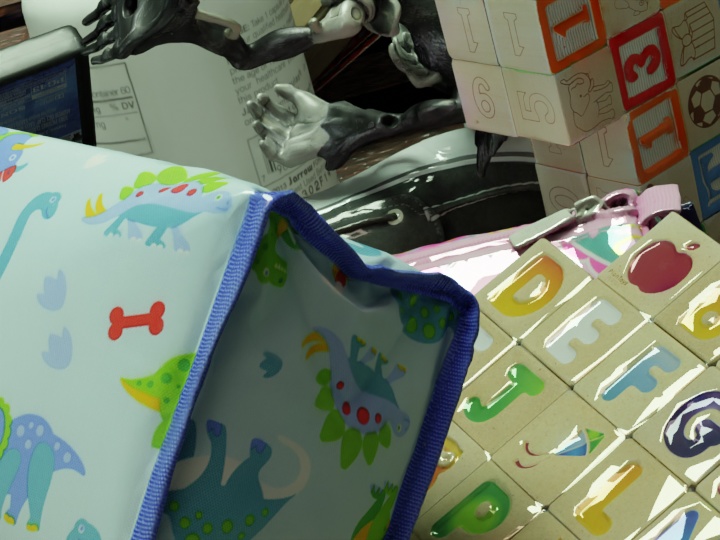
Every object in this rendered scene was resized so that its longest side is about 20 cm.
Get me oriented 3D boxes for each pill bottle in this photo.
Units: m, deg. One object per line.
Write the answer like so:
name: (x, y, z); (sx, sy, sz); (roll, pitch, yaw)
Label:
pill bottle: (-0.085, -0.101, 1.076); (0.114, 0.200, 0.114); (-13, 22, 6)

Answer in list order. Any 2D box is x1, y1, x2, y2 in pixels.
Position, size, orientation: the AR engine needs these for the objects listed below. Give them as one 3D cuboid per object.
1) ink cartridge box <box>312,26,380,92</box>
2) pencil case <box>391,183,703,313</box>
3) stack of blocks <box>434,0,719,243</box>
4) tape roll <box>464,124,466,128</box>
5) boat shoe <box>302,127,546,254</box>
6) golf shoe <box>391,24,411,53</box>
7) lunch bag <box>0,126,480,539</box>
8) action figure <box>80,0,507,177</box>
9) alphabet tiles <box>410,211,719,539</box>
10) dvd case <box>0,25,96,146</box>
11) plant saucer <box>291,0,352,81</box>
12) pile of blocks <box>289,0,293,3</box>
ink cartridge box: (-0.007, -0.146, 1.241); (0.161, 0.050, 0.200); (-40, 9, 27)
pencil case: (0.023, 0.024, 0.864); (0.199, 0.088, 0.087); (-11, 23, 13)
stack of blocks: (0.095, -0.086, 0.919); (0.115, 0.200, 0.059); (-31, 29, -31)
tape roll: (0.138, -0.116, 1.132); (0.202, 0.071, 0.203); (-14, 22, 6)
boat shoe: (0.000, 0.000, 0.975); (0.199, 0.069, 0.057); (-16, 44, -1)
golf shoe: (0.062, -0.163, 1.080); (0.078, 0.095, 0.200); (-9, 22, 21)
lunch bag: (-0.079, 0.071, 0.732); (0.170, 0.127, 0.200); (12, 78, 45)
action figure: (-0.006, -0.102, 0.940); (0.200, 0.119, 0.102); (13, -9, -35)
alphabet tiles: (0.049, 0.065, 0.746); (0.200, 0.006, 0.166); (-40, 36, -6)
dvd case: (-0.170, -0.010, 0.968); (0.142, 0.200, 0.018); (-23, 62, -16)
plant saucer: (-0.037, -0.141, 1.223); (0.200, 0.029, 0.200); (-41, 26, 26)
pile of blocks: (-0.060, -0.151, 1.145); (0.200, 0.082, 0.062); (-37, 12, 27)
